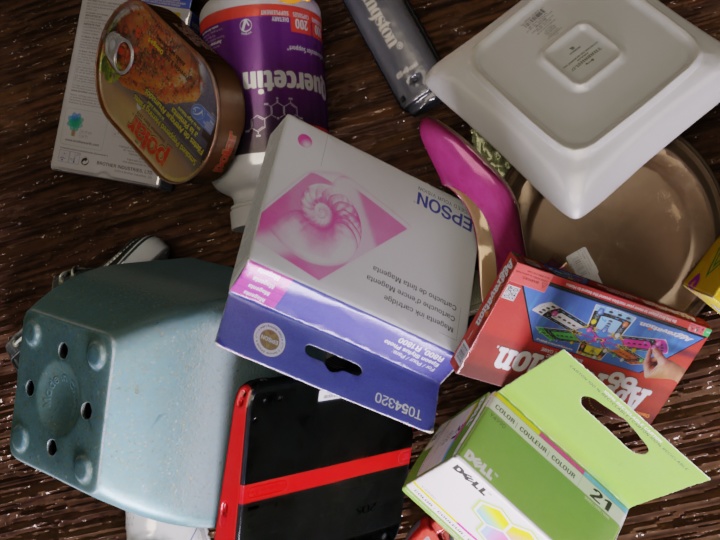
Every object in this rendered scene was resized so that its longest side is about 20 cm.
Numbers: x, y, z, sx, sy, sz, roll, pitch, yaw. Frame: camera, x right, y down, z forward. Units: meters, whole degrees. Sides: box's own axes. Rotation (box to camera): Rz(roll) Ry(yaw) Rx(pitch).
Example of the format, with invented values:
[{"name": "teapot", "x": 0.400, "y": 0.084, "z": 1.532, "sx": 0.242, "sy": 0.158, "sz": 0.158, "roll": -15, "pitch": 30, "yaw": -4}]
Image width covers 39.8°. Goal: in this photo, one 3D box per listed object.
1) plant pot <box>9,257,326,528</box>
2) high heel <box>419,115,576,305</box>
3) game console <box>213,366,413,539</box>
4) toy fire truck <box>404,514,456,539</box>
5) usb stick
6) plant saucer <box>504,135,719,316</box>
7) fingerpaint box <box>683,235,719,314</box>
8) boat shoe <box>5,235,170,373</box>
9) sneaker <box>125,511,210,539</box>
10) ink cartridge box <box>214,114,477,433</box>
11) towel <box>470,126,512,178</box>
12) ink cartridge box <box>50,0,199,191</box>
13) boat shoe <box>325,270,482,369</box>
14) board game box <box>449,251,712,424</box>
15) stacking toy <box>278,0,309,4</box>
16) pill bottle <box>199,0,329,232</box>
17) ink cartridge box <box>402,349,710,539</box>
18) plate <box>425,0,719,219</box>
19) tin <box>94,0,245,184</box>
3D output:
[{"name": "plant pot", "x": -0.167, "y": 0.096, "z": 0.809, "sx": 0.193, "sy": 0.198, "sz": 0.201, "roll": 11, "pitch": 95, "yaw": 38}, {"name": "high heel", "x": 0.090, "y": -0.022, "z": 0.791, "sx": 0.096, "sy": 0.067, "sz": 0.201, "roll": -40, "pitch": 94, "yaw": 2}, {"name": "game console", "x": -0.032, "y": 0.166, "z": 0.813, "sx": 0.031, "sy": 0.198, "sz": 0.181, "roll": 15, "pitch": 102, "yaw": 43}, {"name": "toy fire truck", "x": 0.078, "y": 0.320, "z": 0.856, "sx": 0.140, "sy": 0.049, "sz": 0.202, "roll": -33, "pitch": 81, "yaw": 9}, {"name": "usb stick", "x": 0.018, "y": -0.237, "z": 0.909, "sx": 0.055, "sy": 0.033, "sz": 0.203, "roll": -29, "pitch": 81, "yaw": 9}, {"name": "plant saucer", "x": 0.205, "y": -0.027, "z": 0.823, "sx": 0.196, "sy": 0.029, "sz": 0.205, "roll": 1, "pitch": 100, "yaw": 8}, {"name": "fingerpaint box", "x": 0.384, "y": 0.010, "z": 0.766, "sx": 0.199, "sy": 0.073, "sz": 0.168, "roll": 38, "pitch": 95, "yaw": -4}, {"name": "boat shoe", "x": -0.265, "y": 0.030, "z": 0.937, "sx": 0.200, "sy": 0.072, "sz": 0.071, "roll": -44, "pitch": 83, "yaw": 9}, {"name": "sneaker", "x": -0.174, "y": 0.288, "z": 0.896, "sx": 0.073, "sy": 0.087, "sz": 0.204, "roll": -19, "pitch": 82, "yaw": 13}, {"name": "ink cartridge box", "x": 0.000, "y": 0.000, "z": 0.789, "sx": 0.194, "sy": 0.043, "sz": 0.203, "roll": 24, "pitch": 55, "yaw": -19}, {"name": "towel", "x": 0.167, "y": -0.109, "z": 0.866, "sx": 0.145, "sy": 0.036, "sz": 0.205, "roll": -9, "pitch": 86, "yaw": 11}, {"name": "ink cartridge box", "x": -0.221, "y": -0.186, "z": 0.957, "sx": 0.117, "sy": 0.042, "sz": 0.204, "roll": 11, "pitch": 92, "yaw": 13}, {"name": "boat shoe", "x": 0.034, "y": 0.052, "z": 0.882, "sx": 0.196, "sy": 0.068, "sz": 0.072, "roll": -18, "pitch": 38, "yaw": 2}, {"name": "board game box", "x": 0.177, "y": 0.060, "z": 0.790, "sx": 0.197, "sy": 0.020, "sz": 0.104, "roll": 17, "pitch": 114, "yaw": -24}, {"name": "stacking toy", "x": 0.000, "y": -0.292, "z": 0.850, "sx": 0.200, "sy": 0.110, "sz": 0.116, "roll": -43, "pitch": 79, "yaw": -12}, {"name": "pill bottle", "x": -0.083, "y": -0.139, "z": 0.886, "sx": 0.110, "sy": 0.112, "sz": 0.205, "roll": -6, "pitch": 86, "yaw": 12}, {"name": "ink cartridge box", "x": 0.140, "y": 0.163, "z": 0.762, "sx": 0.147, "sy": 0.200, "sz": 0.076, "roll": 41, "pitch": 57, "yaw": 0}, {"name": "plate", "x": 0.181, "y": -0.168, "z": 0.815, "sx": 0.199, "sy": 0.032, "sz": 0.200, "roll": -38, "pitch": 60, "yaw": -7}, {"name": "tin", "x": -0.168, "y": -0.154, "z": 0.866, "sx": 0.200, "sy": 0.041, "sz": 0.113, "roll": 45, "pitch": 116, "yaw": 33}]
